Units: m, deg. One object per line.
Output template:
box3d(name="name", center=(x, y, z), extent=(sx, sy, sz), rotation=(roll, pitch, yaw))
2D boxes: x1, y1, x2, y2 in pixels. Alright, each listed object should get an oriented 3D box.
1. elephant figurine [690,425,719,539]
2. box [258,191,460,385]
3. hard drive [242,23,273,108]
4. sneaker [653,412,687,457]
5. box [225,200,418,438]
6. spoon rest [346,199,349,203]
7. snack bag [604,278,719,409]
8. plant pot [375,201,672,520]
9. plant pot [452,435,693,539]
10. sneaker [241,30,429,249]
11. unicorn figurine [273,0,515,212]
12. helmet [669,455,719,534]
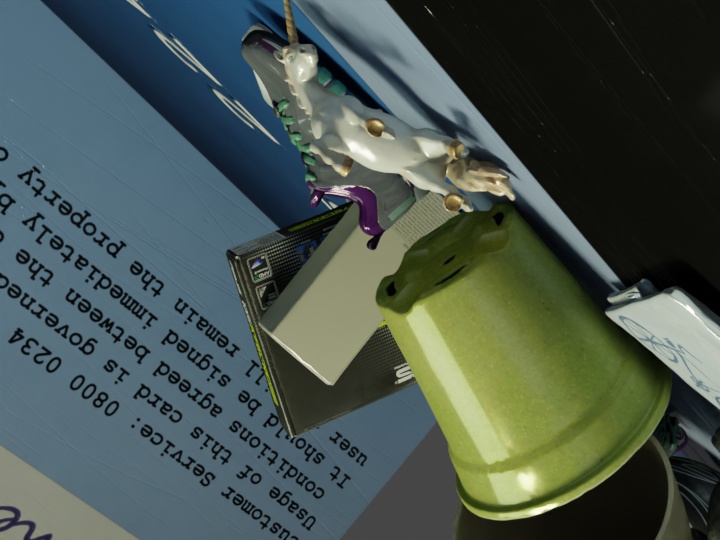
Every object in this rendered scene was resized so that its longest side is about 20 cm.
box3d(name="elephant figurine", center=(0.338, 0.251, 1.031), extent=(0.140, 0.157, 0.200), rotation=(16, 159, 17))
box3d(name="box", center=(0.000, 0.000, 1.137), extent=(0.082, 0.200, 0.068), rotation=(42, 176, -17))
box3d(name="hard drive", center=(-0.048, -0.157, 1.173), extent=(0.132, 0.027, 0.200), rotation=(42, 176, 5))
box3d(name="sneaker", center=(0.274, 0.139, 1.168), extent=(0.086, 0.075, 0.200), rotation=(7, 162, 6))
box3d(name="box", center=(-0.012, 0.038, 1.212), extent=(0.047, 0.198, 0.195), rotation=(26, 135, 67))
box3d(name="spoon rest", center=(0.021, -0.045, 1.347), extent=(0.200, 0.060, 0.100), rotation=(44, -156, -52))
box3d(name="snack bag", center=(0.253, 0.071, 0.819), extent=(0.188, 0.021, 0.200), rotation=(41, 176, 5))
box3d(name="plant pot", center=(0.112, 0.057, 0.966), extent=(0.185, 0.200, 0.200), rotation=(53, 172, -17))
box3d(name="plant pot", center=(0.201, 0.252, 1.012), extent=(0.201, 0.187, 0.187), rotation=(54, 169, -34))
box3d(name="sneaker", center=(-0.036, -0.110, 1.021), extent=(0.200, 0.088, 0.074), rotation=(41, 176, 2))
box3d(name="unicorn figurine", center=(0.008, -0.101, 0.876), extent=(0.199, 0.074, 0.138), rotation=(37, -172, -22))
box3d(name="helmet", center=(0.321, 0.288, 1.253), extent=(0.199, 0.190, 0.201), rotation=(35, -148, -25))
